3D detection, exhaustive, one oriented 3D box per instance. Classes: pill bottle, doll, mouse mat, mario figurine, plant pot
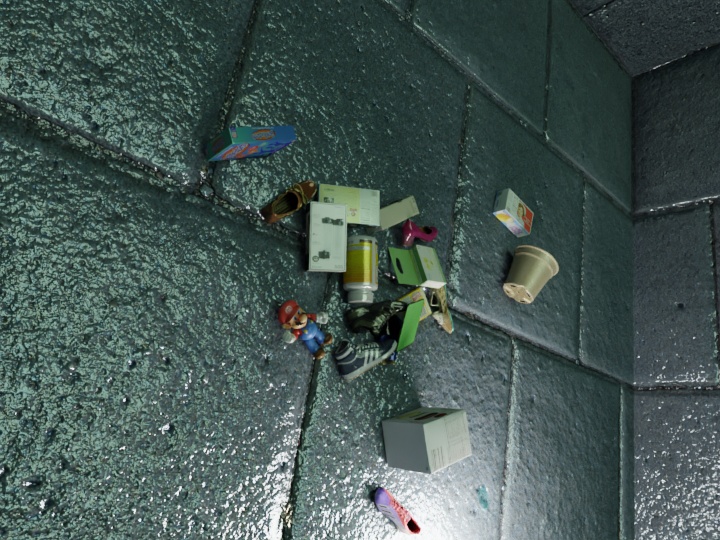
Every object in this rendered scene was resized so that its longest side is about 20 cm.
[{"bbox_3d":[0.000,0.000,1.634,0.109,0.109,0.202,10,76,-39],"label":"pill bottle"},{"bbox_3d":[0.084,0.199,1.694,0.135,0.048,0.202,7,83,-28],"label":"doll"},{"bbox_3d":[0.163,0.176,1.717,0.200,0.007,0.163,-6,110,-67],"label":"mouse mat"},{"bbox_3d":[-0.149,0.161,1.473,0.200,0.105,0.124,50,19,-32],"label":"mario figurine"},{"bbox_3d":[0.692,0.026,2.197,0.201,0.200,0.184,46,68,-25],"label":"plant pot"}]

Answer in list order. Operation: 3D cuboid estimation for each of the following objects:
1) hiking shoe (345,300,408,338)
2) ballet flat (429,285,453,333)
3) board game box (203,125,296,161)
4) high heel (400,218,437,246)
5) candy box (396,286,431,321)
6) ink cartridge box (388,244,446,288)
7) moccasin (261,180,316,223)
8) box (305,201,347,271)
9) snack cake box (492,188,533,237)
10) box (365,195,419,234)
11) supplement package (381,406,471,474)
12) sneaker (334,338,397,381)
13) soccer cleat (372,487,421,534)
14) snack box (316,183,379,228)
[{"bbox_3d":[0.056,0.151,1.641,0.198,0.076,0.102,-11,87,-7],"label":"hiking shoe"},{"bbox_3d":[0.283,0.132,1.898,0.065,0.070,0.202,-11,86,-14],"label":"ballet flat"},{"bbox_3d":[-0.295,-0.341,1.413,0.199,0.151,0.045,-16,92,-41],"label":"board game box"},{"bbox_3d":[0.218,-0.150,1.851,0.199,0.067,0.097,-24,135,-46],"label":"high heel"},{"bbox_3d":[0.161,0.138,1.802,0.199,0.026,0.103,-25,94,-40],"label":"candy box"},{"bbox_3d":[0.198,-0.018,1.823,0.199,0.048,0.147,9,55,-41],"label":"ink cartridge box"},{"bbox_3d":[-0.196,-0.207,1.523,0.201,0.077,0.074,-34,104,-39],"label":"moccasin"},{"bbox_3d":[-0.101,-0.098,1.557,0.115,0.060,0.202,1,88,-17],"label":"box"},{"bbox_3d":[0.664,-0.248,2.287,0.199,0.067,0.116,35,59,-31],"label":"snack cake box"},{"bbox_3d":[0.102,-0.189,1.779,0.199,0.082,0.069,-27,100,-42],"label":"box"},{"bbox_3d":[0.207,0.526,1.661,0.199,0.190,0.149,-4,84,-42],"label":"supplement package"},{"bbox_3d":[0.013,0.237,1.602,0.199,0.070,0.109,-31,101,-18],"label":"sneaker"},{"bbox_3d":[0.113,0.738,1.618,0.201,0.073,0.068,54,53,-20],"label":"soccer cleat"},{"bbox_3d":[-0.038,-0.199,1.639,0.198,0.037,0.118,4,78,-17],"label":"snack box"}]
